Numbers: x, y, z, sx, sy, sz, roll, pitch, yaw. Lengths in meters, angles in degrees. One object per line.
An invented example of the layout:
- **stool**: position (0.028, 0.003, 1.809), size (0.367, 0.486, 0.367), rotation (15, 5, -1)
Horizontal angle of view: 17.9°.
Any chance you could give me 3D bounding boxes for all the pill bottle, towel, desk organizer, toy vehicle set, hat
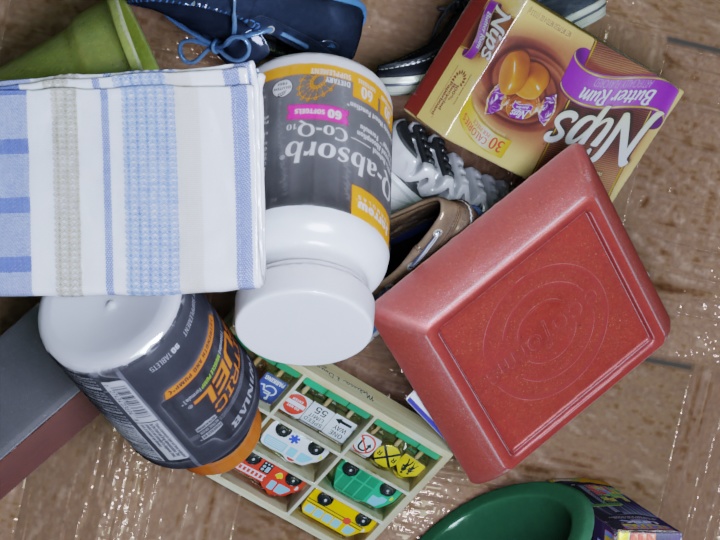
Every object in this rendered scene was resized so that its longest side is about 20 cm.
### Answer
- **pill bottle**: position (-0.134, 0.068, 1.569), size (0.106, 0.106, 0.200), rotation (-41, 145, -6)
- **towel**: position (-0.156, -0.056, 1.477), size (0.200, 0.024, 0.147), rotation (-2, 90, 13)
- **desk organizer**: position (-0.268, 0.118, 1.643), size (0.200, 0.077, 0.072), rotation (-40, 73, 9)
- **toy vehicle set**: position (-0.047, 0.123, 1.705), size (0.200, 0.027, 0.124), rotation (31, 117, -18)
- **hat**: position (0.130, 0.280, 1.753), size (0.166, 0.200, 0.176), rotation (-49, 118, -33)
- **pill bottle**: position (-0.035, -0.043, 1.591), size (0.116, 0.116, 0.200), rotation (13, 54, -17)

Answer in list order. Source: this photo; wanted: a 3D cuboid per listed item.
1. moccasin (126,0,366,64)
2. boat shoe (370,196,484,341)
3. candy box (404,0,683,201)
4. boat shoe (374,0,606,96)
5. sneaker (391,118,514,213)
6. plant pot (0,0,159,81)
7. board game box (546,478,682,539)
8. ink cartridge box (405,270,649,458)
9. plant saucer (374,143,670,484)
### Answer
- **moccasin**: position (-0.077, -0.174, 1.630), size (0.200, 0.080, 0.068), rotation (7, 93, -33)
- **boat shoe**: position (0.000, 0.000, 1.670), size (0.200, 0.072, 0.072), rotation (-33, 139, 19)
- **candy box**: position (0.137, -0.125, 1.681), size (0.200, 0.056, 0.117), rotation (24, 102, -44)
- **boat shoe**: position (0.090, -0.182, 1.703), size (0.200, 0.075, 0.062), rotation (-26, 103, -17)
- **sneaker**: position (0.077, -0.034, 1.730), size (0.200, 0.075, 0.081), rotation (34, 114, -24)
- **plant pot**: position (-0.215, -0.072, 1.585), size (0.184, 0.200, 0.201), rotation (-23, 104, 0)
- **board game box**: position (0.181, 0.274, 1.749), size (0.057, 0.165, 0.200), rotation (4, 98, -16)
- **ink cartridge box**: position (0.119, 0.043, 1.702), size (0.200, 0.037, 0.095), rotation (-47, 129, -5)
- **plant saucer**: position (0.129, 0.041, 1.663), size (0.200, 0.037, 0.200), rotation (-38, 128, -9)
